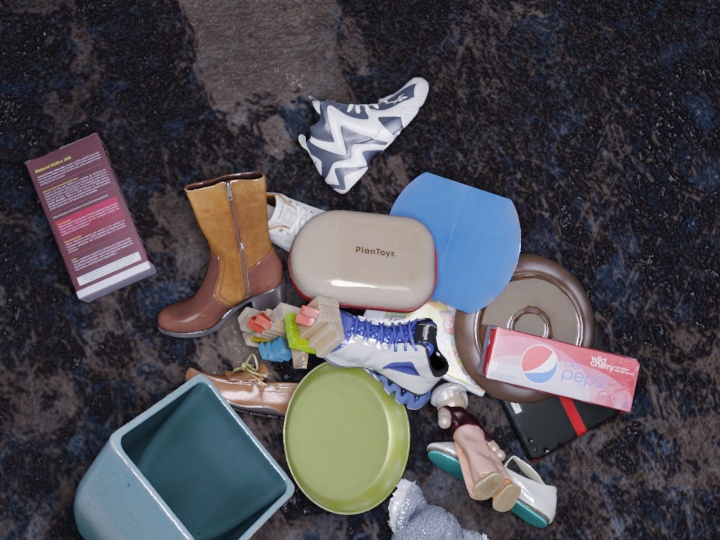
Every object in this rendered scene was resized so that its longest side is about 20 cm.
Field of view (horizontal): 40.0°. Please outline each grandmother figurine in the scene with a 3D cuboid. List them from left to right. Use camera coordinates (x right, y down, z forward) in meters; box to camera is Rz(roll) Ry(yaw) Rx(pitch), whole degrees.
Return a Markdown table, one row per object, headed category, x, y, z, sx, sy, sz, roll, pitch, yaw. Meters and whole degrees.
| category | x | y | z | sx | sy | sz | roll | pitch | yaw |
| --- | --- | --- | --- | --- | --- | --- | --- | --- | --- |
| grandmother figurine | 0.139 | 0.216 | 1.288 | 0.060 | 0.201 | 0.121 | -37 | 124 | 9 |

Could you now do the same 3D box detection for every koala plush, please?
| category | x | y | z | sx | sy | sz | roll | pitch | yaw |
| --- | --- | --- | --- | --- | --- | --- | --- | --- | --- |
| koala plush | 0.067 | 0.390 | 1.274 | 0.177 | 0.184 | 0.201 | 38 | 71 | 2 |

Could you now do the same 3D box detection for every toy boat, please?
| category | x | y | z | sx | sy | sz | roll | pitch | yaw |
| --- | --- | --- | --- | --- | --- | --- | --- | --- | --- |
| toy boat | 0.000 | 0.000 | 1.323 | 0.196 | 0.131 | 0.133 | 6 | 65 | -7 |

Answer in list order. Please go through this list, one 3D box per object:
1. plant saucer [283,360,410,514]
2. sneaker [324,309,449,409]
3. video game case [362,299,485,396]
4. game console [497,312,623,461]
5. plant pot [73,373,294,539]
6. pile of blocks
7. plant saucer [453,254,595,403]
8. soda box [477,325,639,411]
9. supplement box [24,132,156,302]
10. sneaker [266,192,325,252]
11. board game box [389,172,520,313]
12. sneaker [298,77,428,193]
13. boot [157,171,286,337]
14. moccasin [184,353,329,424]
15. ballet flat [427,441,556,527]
| category | x | y | z | sx | sy | sz | roll | pitch | yaw |
| --- | --- | --- | --- | --- | --- | --- | --- | --- | --- |
| plant saucer | -0.022 | 0.219 | 1.314 | 0.197 | 0.031 | 0.204 | 7 | 78 | -32 |
| sneaker | 0.040 | 0.092 | 1.299 | 0.198 | 0.115 | 0.081 | 32 | 40 | -16 |
| video game case | 0.117 | 0.050 | 1.381 | 0.197 | 0.023 | 0.184 | 25 | 83 | 0 |
| game console | 0.265 | 0.136 | 1.367 | 0.175 | 0.031 | 0.202 | -27 | 91 | -4 |
| plant pot | -0.243 | 0.292 | 1.243 | 0.197 | 0.195 | 0.200 | 50 | 122 | 3 |
| pile of blocks | -0.104 | 0.081 | 1.268 | 0.062 | 0.198 | 0.084 | 18 | 70 | -37 |
| plant saucer | 0.225 | 0.079 | 1.335 | 0.196 | 0.032 | 0.204 | 0 | 88 | -4 |
| soda box | 0.257 | 0.127 | 1.289 | 0.196 | 0.063 | 0.071 | 13 | 88 | -4 |
| supplement box | -0.368 | -0.071 | 1.353 | 0.107 | 0.061 | 0.203 | -22 | 86 | -6 |
| sneaker | -0.088 | -0.058 | 1.354 | 0.196 | 0.085 | 0.074 | 14 | 81 | -3 |
| board game box | 0.128 | -0.037 | 1.344 | 0.198 | 0.039 | 0.161 | 21 | 97 | 27 |
| sneaker | -0.006 | -0.221 | 1.378 | 0.129 | 0.080 | 0.200 | 42 | 93 | -6 |
| boot | -0.196 | -0.018 | 1.292 | 0.185 | 0.069 | 0.202 | -14 | 127 | -5 |
| moccasin | -0.137 | 0.156 | 1.330 | 0.198 | 0.074 | 0.079 | 11 | 80 | -2 |
| ballet flat | 0.182 | 0.273 | 1.343 | 0.198 | 0.069 | 0.070 | 32 | 83 | -2 |
